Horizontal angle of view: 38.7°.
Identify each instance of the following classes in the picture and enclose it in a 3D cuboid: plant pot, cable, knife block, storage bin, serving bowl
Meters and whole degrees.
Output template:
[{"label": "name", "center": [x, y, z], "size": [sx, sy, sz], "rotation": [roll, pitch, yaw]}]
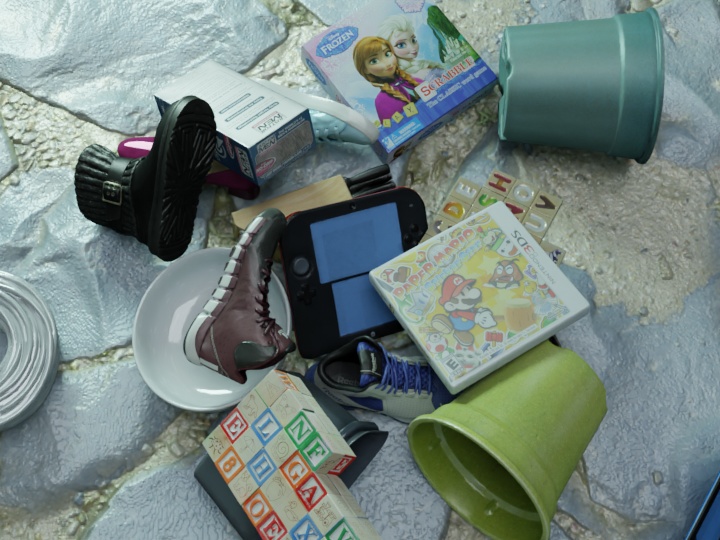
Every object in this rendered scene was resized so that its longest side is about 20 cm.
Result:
[{"label": "plant pot", "center": [0.186, 0.185, 1.189], "size": [0.200, 0.201, 0.184], "rotation": [43, 63, 10]}, {"label": "plant pot", "center": [0.282, -0.245, 1.354], "size": [0.193, 0.201, 0.203], "rotation": [2, 70, 3]}, {"label": "cable", "center": [-0.456, 0.097, 1.213], "size": [0.197, 0.069, 0.203], "rotation": [-9, 72, -10]}, {"label": "knife block", "center": [-0.046, -0.083, 1.321], "size": [0.197, 0.064, 0.178], "rotation": [23, 69, 3]}, {"label": "storage bin", "center": [-0.083, 0.215, 1.170], "size": [0.134, 0.145, 0.201], "rotation": [41, 96, 20]}, {"label": "serving bowl", "center": [-0.172, 0.078, 1.238], "size": [0.197, 0.066, 0.203], "rotation": [-4, 69, 10]}]

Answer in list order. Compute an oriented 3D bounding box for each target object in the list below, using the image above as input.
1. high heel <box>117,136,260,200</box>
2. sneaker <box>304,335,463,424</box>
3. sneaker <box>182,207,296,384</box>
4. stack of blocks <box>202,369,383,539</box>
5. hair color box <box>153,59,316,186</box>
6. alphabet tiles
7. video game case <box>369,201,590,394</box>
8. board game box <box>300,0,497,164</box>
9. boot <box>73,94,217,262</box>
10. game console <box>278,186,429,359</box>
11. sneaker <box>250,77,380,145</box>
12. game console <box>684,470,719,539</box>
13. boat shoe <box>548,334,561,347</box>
[{"label": "high heel", "center": [-0.218, -0.147, 1.309], "size": [0.197, 0.096, 0.068], "rotation": [12, 69, -1]}, {"label": "sneaker", "center": [0.031, 0.131, 1.224], "size": [0.196, 0.115, 0.082], "rotation": [3, 70, -5]}, {"label": "sneaker", "center": [-0.108, 0.038, 1.171], "size": [0.114, 0.076, 0.202], "rotation": [28, 89, 15]}, {"label": "stack of blocks", "center": [-0.063, 0.217, 1.054], "size": [0.115, 0.058, 0.201], "rotation": [-44, 61, 10]}, {"label": "hair color box", "center": [-0.158, -0.187, 1.276], "size": [0.100, 0.061, 0.199], "rotation": [-38, 48, -25]}, {"label": "alphabet tiles", "center": [0.167, -0.034, 1.267], "size": [0.165, 0.008, 0.201], "rotation": [26, 63, 14]}, {"label": "video game case", "center": [0.139, 0.026, 1.209], "size": [0.198, 0.023, 0.183], "rotation": [-28, 60, -16]}, {"label": "board game box", "center": [0.053, -0.279, 1.413], "size": [0.199, 0.041, 0.200], "rotation": [-36, 77, -16]}, {"label": "boot", "center": [-0.266, -0.130, 1.238], "size": [0.157, 0.079, 0.214], "rotation": [30, 113, 27]}, {"label": "game console", "center": [0.000, 0.000, 1.259], "size": [0.197, 0.031, 0.180], "rotation": [-14, 99, -21]}, {"label": "sneaker", "center": [-0.072, -0.185, 1.350], "size": [0.197, 0.074, 0.083], "rotation": [20, 85, 19]}, {"label": "game console", "center": [0.467, 0.305, 1.205], "size": [0.170, 0.119, 0.201], "rotation": [34, 71, 7]}, {"label": "boat shoe", "center": [0.206, 0.052, 1.301], "size": [0.066, 0.057, 0.202], "rotation": [-25, 74, -12]}]
